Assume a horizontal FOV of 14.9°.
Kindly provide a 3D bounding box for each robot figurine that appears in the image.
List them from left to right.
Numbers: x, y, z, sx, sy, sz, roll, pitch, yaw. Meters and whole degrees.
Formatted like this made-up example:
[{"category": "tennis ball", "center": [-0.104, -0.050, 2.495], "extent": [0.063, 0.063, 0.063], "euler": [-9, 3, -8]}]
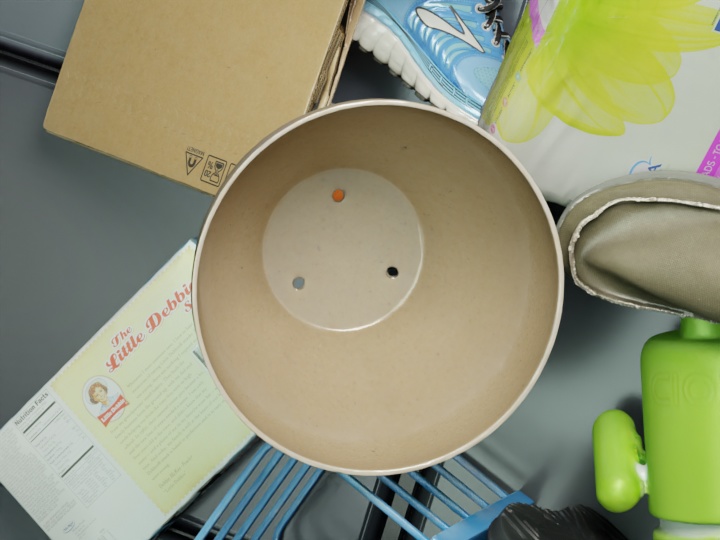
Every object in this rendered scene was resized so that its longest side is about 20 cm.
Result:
[{"category": "robot figurine", "center": [0.220, 0.099, 1.570], "extent": [0.175, 0.116, 0.201], "euler": [-4, 94, 3]}]

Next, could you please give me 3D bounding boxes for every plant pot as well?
[{"category": "plant pot", "center": [0.000, 0.000, 1.513], "extent": [0.199, 0.134, 0.201], "euler": [-1, 99, -9]}]

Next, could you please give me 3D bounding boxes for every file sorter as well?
[{"category": "file sorter", "center": [-0.007, 0.164, 1.593], "extent": [0.123, 0.200, 0.139], "euler": [38, 102, 11]}]

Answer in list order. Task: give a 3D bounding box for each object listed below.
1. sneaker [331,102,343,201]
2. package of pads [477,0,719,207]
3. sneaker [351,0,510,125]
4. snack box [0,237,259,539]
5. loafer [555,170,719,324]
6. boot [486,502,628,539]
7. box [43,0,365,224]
[{"category": "sneaker", "center": [-0.013, -0.054, 1.641], "extent": [0.199, 0.071, 0.080], "euler": [17, 104, 18]}, {"category": "package of pads", "center": [0.160, -0.113, 1.500], "extent": [0.154, 0.068, 0.200], "euler": [15, 132, -9]}, {"category": "sneaker", "center": [0.061, -0.140, 1.613], "extent": [0.200, 0.078, 0.090], "euler": [39, 99, 8]}, {"category": "snack box", "center": [-0.129, 0.088, 1.700], "extent": [0.200, 0.037, 0.116], "euler": [-44, 84, 14]}, {"category": "loafer", "center": [0.202, -0.007, 1.483], "extent": [0.199, 0.070, 0.076], "euler": [4, 110, 7]}, {"category": "boot", "center": [0.076, 0.217, 1.576], "extent": [0.076, 0.200, 0.168], "euler": [41, 100, 14]}, {"category": "box", "center": [-0.092, -0.133, 1.632], "extent": [0.200, 0.021, 0.164], "euler": [21, 93, 39]}]
